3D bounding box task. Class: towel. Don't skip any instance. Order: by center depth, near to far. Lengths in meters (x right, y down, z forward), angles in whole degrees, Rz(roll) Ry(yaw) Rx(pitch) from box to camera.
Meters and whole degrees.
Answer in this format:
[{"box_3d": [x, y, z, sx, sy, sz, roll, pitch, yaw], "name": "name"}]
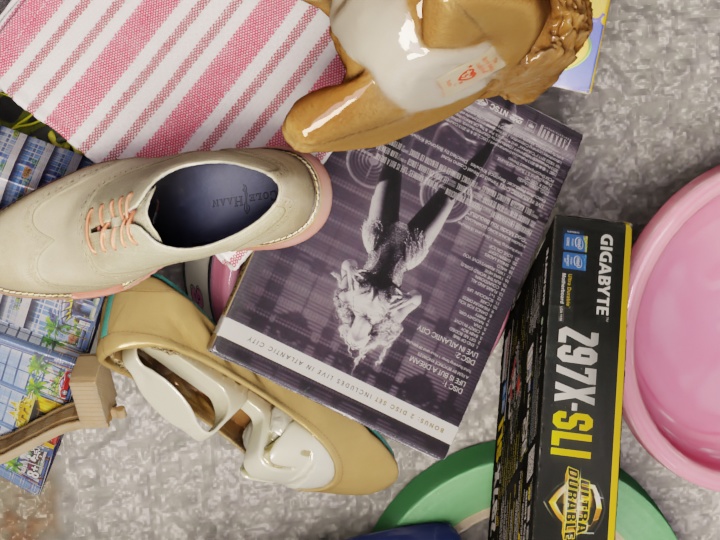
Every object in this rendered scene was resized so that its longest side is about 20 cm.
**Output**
[{"box_3d": [-0.097, -0.112, 1.638, 0.200, 0.030, 0.146, 38, 85, 14], "name": "towel"}]

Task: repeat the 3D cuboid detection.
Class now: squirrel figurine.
[{"box_3d": [0.030, -0.179, 1.589, 0.200, 0.142, 0.187, -5, 61, -40], "name": "squirrel figurine"}]

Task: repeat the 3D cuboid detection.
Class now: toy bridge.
[{"box_3d": [-0.226, 0.080, 1.674, 0.200, 0.027, 0.067, 0, 128, 14], "name": "toy bridge"}]

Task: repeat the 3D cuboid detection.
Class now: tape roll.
[{"box_3d": [0.098, 0.201, 1.786, 0.200, 0.048, 0.201, -1, 101, -5], "name": "tape roll"}]

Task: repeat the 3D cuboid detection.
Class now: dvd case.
[{"box_3d": [0.021, -0.016, 1.652, 0.149, 0.016, 0.200, 26, 81, -16], "name": "dvd case"}]

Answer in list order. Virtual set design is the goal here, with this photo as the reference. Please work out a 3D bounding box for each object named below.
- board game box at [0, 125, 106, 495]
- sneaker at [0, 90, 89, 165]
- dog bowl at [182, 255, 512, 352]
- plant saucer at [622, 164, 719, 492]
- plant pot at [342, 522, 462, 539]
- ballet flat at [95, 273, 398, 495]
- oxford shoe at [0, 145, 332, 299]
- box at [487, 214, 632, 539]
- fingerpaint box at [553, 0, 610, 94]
[{"box_3d": [-0.243, 0.006, 1.681, 0.199, 0.062, 0.200, 19, 126, -2], "name": "board game box"}, {"box_3d": [-0.163, -0.074, 1.689, 0.200, 0.085, 0.075, -19, 102, -1], "name": "sneaker"}, {"box_3d": [0.000, 0.000, 1.715, 0.200, 0.074, 0.201, -2, 105, -8], "name": "dog bowl"}, {"box_3d": [0.226, 0.027, 1.738, 0.200, 0.051, 0.201, -6, 106, -22], "name": "plant saucer"}, {"box_3d": [-0.019, 0.262, 1.658, 0.179, 0.200, 0.200, -1, 103, -8], "name": "plant pot"}, {"box_3d": [-0.067, 0.080, 1.661, 0.200, 0.063, 0.069, 36, 137, -17], "name": "ballet flat"}, {"box_3d": [-0.119, -0.030, 1.571, 0.200, 0.074, 0.071, -15, 84, 15], "name": "oxford shoe"}, {"box_3d": [0.108, 0.091, 1.664, 0.049, 0.160, 0.200, 7, 64, -3], "name": "box"}, {"box_3d": [0.046, -0.201, 1.687, 0.200, 0.073, 0.167, 10, 100, -5], "name": "fingerpaint box"}]
